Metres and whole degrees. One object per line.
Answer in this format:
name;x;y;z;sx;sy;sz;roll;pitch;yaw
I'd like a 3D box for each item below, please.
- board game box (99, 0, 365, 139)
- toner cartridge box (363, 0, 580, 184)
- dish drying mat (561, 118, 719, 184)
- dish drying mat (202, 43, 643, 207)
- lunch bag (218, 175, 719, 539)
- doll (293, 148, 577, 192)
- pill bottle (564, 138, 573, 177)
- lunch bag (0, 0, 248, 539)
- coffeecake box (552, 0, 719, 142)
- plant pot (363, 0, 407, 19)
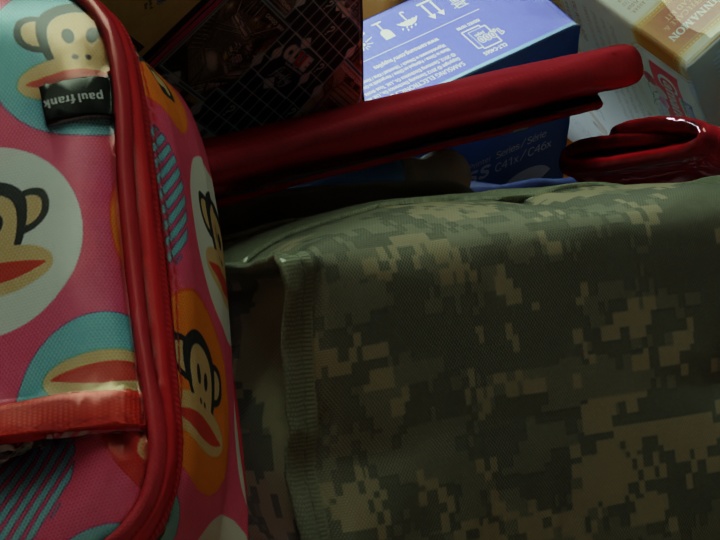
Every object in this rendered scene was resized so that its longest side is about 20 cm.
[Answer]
board game box;-0.064;-0.070;0.770;0.135;0.035;0.200;-30;-22;-13
toner cartridge box;-0.022;-0.020;0.964;0.200;0.095;0.043;-26;51;-26
dish drying mat;0.157;0.003;0.864;0.200;0.018;0.077;26;-13;-24
dish drying mat;-0.006;-0.035;0.803;0.077;0.018;0.200;-8;6;39
lunch bag;-0.007;0.036;0.797;0.164;0.118;0.200;-7;1;-36
doll;0.000;0.000;0.922;0.200;0.049;0.136;-5;-29;-42
pill bottle;0.002;-0.032;1.312;0.199;0.112;0.112;-5;7;-2
lunch bag;-0.126;0.038;0.669;0.199;0.177;0.082;-14;-24;11
coffeecake box;0.105;-0.104;1.180;0.073;0.154;0.200;-41;52;-10
plant pot;-0.035;-0.075;1.152;0.140;0.201;0.200;18;17;24
